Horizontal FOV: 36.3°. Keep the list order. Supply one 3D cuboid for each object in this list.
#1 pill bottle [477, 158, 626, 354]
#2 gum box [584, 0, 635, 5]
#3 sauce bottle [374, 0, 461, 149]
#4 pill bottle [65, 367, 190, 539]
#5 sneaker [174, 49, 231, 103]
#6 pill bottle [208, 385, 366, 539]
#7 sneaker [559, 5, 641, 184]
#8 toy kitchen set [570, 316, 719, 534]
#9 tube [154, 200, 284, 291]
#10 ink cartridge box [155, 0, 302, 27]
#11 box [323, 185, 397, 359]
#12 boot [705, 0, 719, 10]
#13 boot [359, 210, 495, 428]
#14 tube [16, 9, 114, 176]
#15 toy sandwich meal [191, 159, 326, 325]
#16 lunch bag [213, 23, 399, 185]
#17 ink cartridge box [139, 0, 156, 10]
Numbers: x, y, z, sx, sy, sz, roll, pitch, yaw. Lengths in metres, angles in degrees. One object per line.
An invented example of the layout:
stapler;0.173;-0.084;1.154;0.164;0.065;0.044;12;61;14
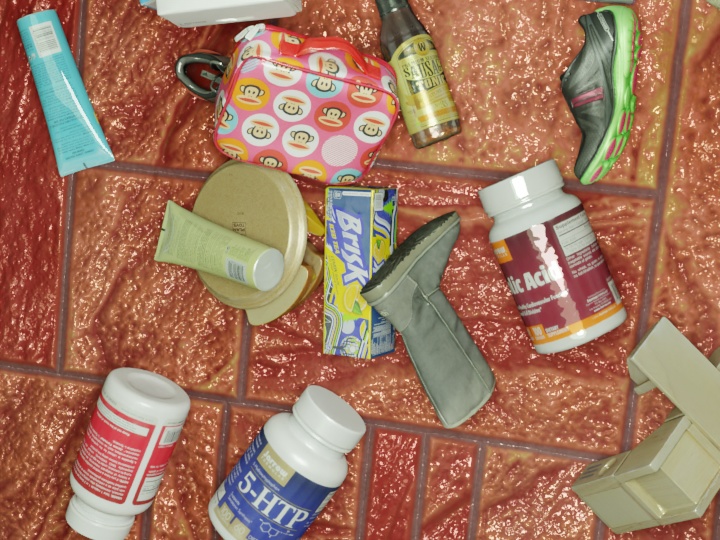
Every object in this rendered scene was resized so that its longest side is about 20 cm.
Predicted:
pill bottle;0.215;-0.017;1.253;0.113;0.114;0.202;-23;91;13
gum box;0.228;-0.367;1.234;0.198;0.066;0.115;8;99;10
sauce bottle;0.059;-0.246;1.285;0.066;0.066;0.202;-20;93;13
pill bottle;-0.299;0.235;1.388;0.111;0.112;0.201;25;100;8
sneaker;-0.134;-0.215;1.318;0.198;0.082;0.078;13;98;8
pill bottle;-0.086;0.246;1.342;0.119;0.120;0.201;37;102;5
sneaker;0.268;-0.199;1.252;0.083;0.077;0.202;10;95;28
toy kitchen set;0.337;0.166;1.271;0.163;0.180;0.200;45;63;0
tube;-0.175;-0.027;1.310;0.199;0.058;0.052;18;145;38
ink cartridge box;-0.146;-0.368;1.155;0.145;0.084;0.202;-5;94;9
box;0.000;0.000;1.317;0.070;0.064;0.202;5;97;30
boot;0.416;-0.272;1.205;0.154;0.072;0.201;32;96;6
boot;0.105;0.056;1.298;0.182;0.072;0.200;-45;103;-25
tube;-0.378;-0.225;1.389;0.077;0.050;0.202;-14;98;17
toy sandwich meal;-0.124;-0.041;1.342;0.204;0.070;0.207;-1;88;34
lunch bag;-0.059;-0.194;1.246;0.198;0.082;0.177;14;135;-17
ink cartridge box;-0.197;-0.420;1.276;0.145;0.147;0.202;-17;94;12
